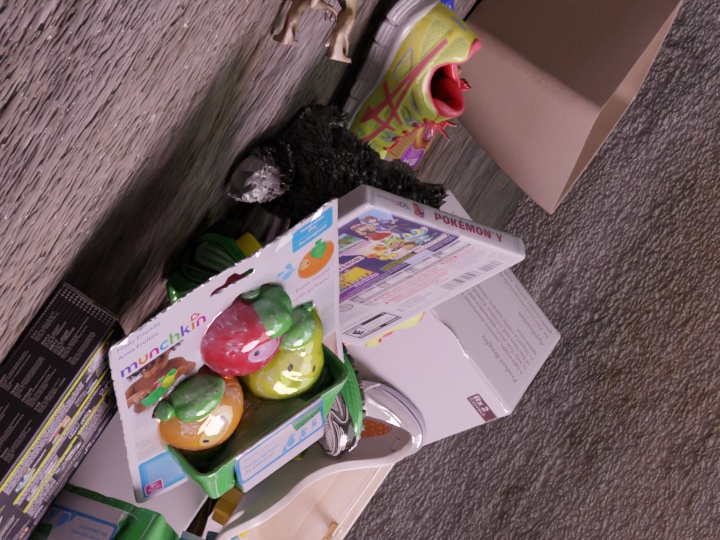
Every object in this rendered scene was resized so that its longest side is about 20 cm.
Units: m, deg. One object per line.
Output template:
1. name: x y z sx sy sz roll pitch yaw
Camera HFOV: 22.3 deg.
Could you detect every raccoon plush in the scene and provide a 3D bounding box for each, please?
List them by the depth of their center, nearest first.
1. raccoon plush: -0.018 -0.047 1.446 0.097 0.134 0.200 -62 171 31

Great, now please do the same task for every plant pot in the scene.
1. plant pot: 0.200 -0.219 1.955 0.200 0.177 0.200 -53 170 -29

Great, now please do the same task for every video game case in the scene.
1. video game case: 0.000 0.000 1.467 0.182 0.023 0.200 17 146 -42

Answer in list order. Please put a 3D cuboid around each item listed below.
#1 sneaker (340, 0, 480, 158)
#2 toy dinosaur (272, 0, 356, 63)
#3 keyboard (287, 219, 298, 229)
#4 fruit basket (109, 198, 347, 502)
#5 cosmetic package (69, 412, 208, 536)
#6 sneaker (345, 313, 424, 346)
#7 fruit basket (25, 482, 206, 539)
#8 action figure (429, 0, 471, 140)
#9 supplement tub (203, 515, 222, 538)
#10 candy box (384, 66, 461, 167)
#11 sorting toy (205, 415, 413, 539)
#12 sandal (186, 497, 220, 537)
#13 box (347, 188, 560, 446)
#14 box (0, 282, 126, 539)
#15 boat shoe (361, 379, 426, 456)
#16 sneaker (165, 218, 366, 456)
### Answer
1. sneaker: 0.039 -0.143 1.546 0.078 0.090 0.200 -52 171 -44
2. toy dinosaur: -0.020 -0.197 1.238 0.200 0.058 0.101 -55 161 -82
3. keyboard: -0.061 0.040 1.666 0.104 0.040 0.200 -117 -141 -60
4. fruit basket: -0.080 0.063 1.226 0.185 0.094 0.200 -34 156 -23
5. cosmetic package: -0.172 0.162 1.393 0.200 0.108 0.085 -55 -179 -11
6. sneaker: -0.014 0.045 1.718 0.200 0.090 0.078 -13 -118 56
7. fruit basket: -0.213 0.242 1.246 0.200 0.185 0.094 -54 141 -32
8. action figure: 0.078 -0.195 1.635 0.200 0.099 0.065 -57 171 8
9. supplement tub: -0.124 0.192 1.725 0.132 0.132 0.200 -59 172 4
10. candy box: 0.020 -0.108 1.736 0.200 0.056 0.117 -55 173 -10
11. sorting toy: -0.075 0.201 1.421 0.200 0.107 0.180 -57 171 24
12. sandal: -0.146 0.175 1.508 0.080 0.054 0.200 -32 -149 17
13. box: 0.054 0.057 1.829 0.200 0.199 0.131 -26 -163 45
14. box: -0.221 0.118 1.185 0.200 0.044 0.160 -56 171 -13
15. boat shoe: -0.030 0.130 1.761 0.075 0.202 0.086 -58 -176 15
16. sneaker: -0.074 0.064 1.381 0.085 0.200 0.078 -41 -176 -31
